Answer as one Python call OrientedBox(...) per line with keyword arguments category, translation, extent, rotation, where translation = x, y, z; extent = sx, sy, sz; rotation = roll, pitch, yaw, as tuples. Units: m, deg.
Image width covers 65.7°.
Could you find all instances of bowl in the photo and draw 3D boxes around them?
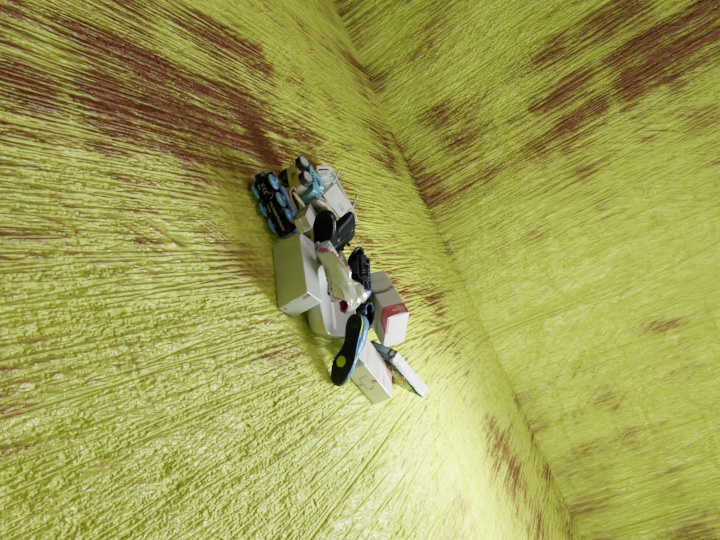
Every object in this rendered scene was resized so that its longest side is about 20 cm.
OrientedBox(category="bowl", translation=(-0.091, 0.096, 1.566), extent=(0.199, 0.073, 0.204), rotation=(21, 58, -62))

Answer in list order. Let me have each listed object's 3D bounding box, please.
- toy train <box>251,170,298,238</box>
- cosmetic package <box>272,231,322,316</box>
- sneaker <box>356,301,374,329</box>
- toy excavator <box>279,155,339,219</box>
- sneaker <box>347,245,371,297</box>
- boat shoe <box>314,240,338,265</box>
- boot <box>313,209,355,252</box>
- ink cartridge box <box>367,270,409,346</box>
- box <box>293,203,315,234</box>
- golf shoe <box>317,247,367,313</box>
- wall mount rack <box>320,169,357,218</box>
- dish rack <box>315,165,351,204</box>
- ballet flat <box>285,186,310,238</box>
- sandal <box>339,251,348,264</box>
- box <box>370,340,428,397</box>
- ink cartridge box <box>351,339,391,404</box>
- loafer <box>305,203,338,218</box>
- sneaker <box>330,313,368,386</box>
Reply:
OrientedBox(category="toy train", translation=(-0.236, -0.185, 1.581), extent=(0.203, 0.086, 0.114), rotation=(63, 12, 3))
OrientedBox(category="cosmetic package", translation=(-0.169, 0.009, 1.479), extent=(0.074, 0.101, 0.203), rotation=(36, 35, -47))
OrientedBox(category="sneaker", translation=(-0.010, 0.096, 1.720), extent=(0.072, 0.111, 0.203), rotation=(-8, 71, -43))
OrientedBox(category="toy excavator", translation=(-0.146, -0.243, 1.790), extent=(0.198, 0.099, 0.197), rotation=(23, 43, -45))
OrientedBox(category="sneaker", translation=(0.000, 0.000, 1.745), extent=(0.069, 0.079, 0.201), rotation=(15, 29, -26))
OrientedBox(category="boat shoe", translation=(-0.111, -0.040, 1.604), extent=(0.070, 0.071, 0.199), rotation=(49, -20, -14))
OrientedBox(category="boot", translation=(-0.072, -0.131, 1.706), extent=(0.073, 0.201, 0.162), rotation=(29, 45, 20))
OrientedBox(category="ink cartridge box", translation=(0.074, 0.122, 1.804), extent=(0.147, 0.083, 0.201), rotation=(96, -28, -43))
OrientedBox(category="box", translation=(-0.154, -0.148, 1.562), extent=(0.042, 0.038, 0.200), rotation=(61, 7, -15))
OrientedBox(category="golf shoe", translation=(-0.061, 0.031, 1.491), extent=(0.201, 0.092, 0.075), rotation=(53, -21, -23))
OrientedBox(category="wall mount rack", translation=(-0.079, -0.258, 1.955), extent=(0.174, 0.074, 0.201), rotation=(-48, 113, -26))
OrientedBox(category="dish rack", translation=(-0.107, -0.292, 2.074), extent=(0.203, 0.043, 0.171), rotation=(63, 21, -1))
OrientedBox(category="ballet flat", translation=(-0.188, -0.161, 1.691), extent=(0.203, 0.062, 0.068), rotation=(65, 21, 3))
OrientedBox(category="sandal", translation=(-0.092, -0.042, 1.792), extent=(0.081, 0.050, 0.205), rotation=(5, 45, -28))
OrientedBox(category="box", translation=(0.116, 0.314, 1.775), extent=(0.136, 0.038, 0.201), rotation=(13, -32, 54))
OrientedBox(category="ink cartridge box", translation=(0.017, 0.283, 1.646), extent=(0.201, 0.067, 0.117), rotation=(54, 22, -28))
OrientedBox(category="loafer", translation=(-0.121, -0.168, 1.877), extent=(0.200, 0.069, 0.075), rotation=(48, 51, -11))
OrientedBox(category="sneaker", translation=(-0.020, 0.221, 1.522), extent=(0.078, 0.065, 0.204), rotation=(37, 67, -56))
